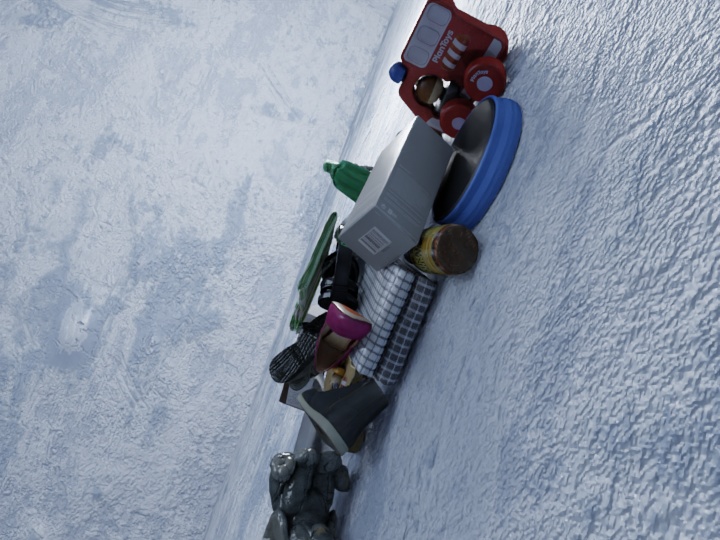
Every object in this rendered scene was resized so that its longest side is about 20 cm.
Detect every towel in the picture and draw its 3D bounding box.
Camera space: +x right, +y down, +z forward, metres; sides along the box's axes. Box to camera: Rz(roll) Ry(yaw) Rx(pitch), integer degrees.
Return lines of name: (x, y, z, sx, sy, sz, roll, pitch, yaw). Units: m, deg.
towel: (0.040, 0.065, 0.928, 0.200, 0.083, 0.170, -127, 58, -76)
towel: (-0.085, 0.010, 1.053, 0.201, 0.023, 0.156, 109, -178, -62)

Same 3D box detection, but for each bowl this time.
bowl: (0.159, -0.150, 0.857, 0.200, 0.038, 0.207, -158, 89, -80)

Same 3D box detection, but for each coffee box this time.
coffee box: (-0.110, 0.193, 1.333, 0.114, 0.077, 0.207, -51, -22, -85)

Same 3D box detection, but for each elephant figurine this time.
elephant figurine: (-0.080, 0.370, 0.850, 0.157, 0.136, 0.206, 77, -172, -57)

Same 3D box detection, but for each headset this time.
headset: (-0.047, 0.022, 0.965, 0.125, 0.090, 0.205, -87, 5, -56)

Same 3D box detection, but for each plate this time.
plate: (-0.103, 0.315, 1.180, 0.200, 0.031, 0.206, -29, -45, -88)

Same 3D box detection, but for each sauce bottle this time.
sauce bottle: (0.103, -0.027, 0.838, 0.200, 0.064, 0.068, 174, 118, -80)

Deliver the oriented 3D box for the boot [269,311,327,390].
boot: (-0.077, 0.150, 1.141, 0.197, 0.069, 0.131, -36, -21, 4)

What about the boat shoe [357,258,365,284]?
boat shoe: (0.000, 0.000, 1.138, 0.202, 0.069, 0.071, 61, 139, 48)

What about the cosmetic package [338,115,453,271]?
cosmetic package: (0.055, -0.114, 0.873, 0.106, 0.089, 0.203, -35, 22, 52)

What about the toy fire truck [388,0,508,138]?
toy fire truck: (0.136, -0.319, 0.956, 0.201, 0.164, 0.115, 126, 164, -50)

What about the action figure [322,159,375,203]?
action figure: (0.015, -0.167, 1.183, 0.119, 0.195, 0.056, -57, 14, 39)

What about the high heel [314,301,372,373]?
high heel: (-0.032, 0.103, 0.832, 0.098, 0.066, 0.200, -62, -4, -9)

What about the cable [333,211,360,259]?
cable: (0.040, -0.104, 1.058, 0.199, 0.070, 0.200, -41, -1, -21)

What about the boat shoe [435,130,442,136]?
boat shoe: (0.116, -0.222, 1.084, 0.063, 0.075, 0.201, -16, 23, 17)

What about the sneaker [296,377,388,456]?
sneaker: (-0.026, 0.207, 0.918, 0.105, 0.076, 0.199, -36, 16, -15)

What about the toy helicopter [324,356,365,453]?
toy helicopter: (-0.032, 0.225, 1.009, 0.134, 0.077, 0.202, -56, 27, 24)

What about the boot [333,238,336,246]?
boot: (0.019, -0.016, 1.251, 0.072, 0.091, 0.200, -40, 38, -2)
